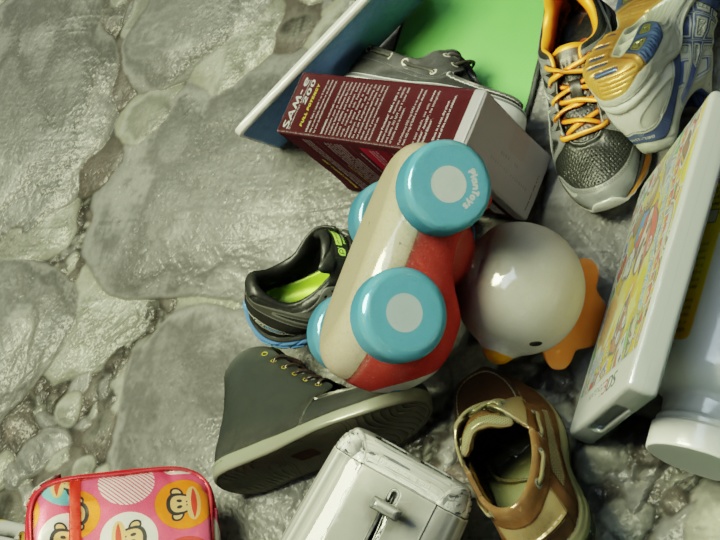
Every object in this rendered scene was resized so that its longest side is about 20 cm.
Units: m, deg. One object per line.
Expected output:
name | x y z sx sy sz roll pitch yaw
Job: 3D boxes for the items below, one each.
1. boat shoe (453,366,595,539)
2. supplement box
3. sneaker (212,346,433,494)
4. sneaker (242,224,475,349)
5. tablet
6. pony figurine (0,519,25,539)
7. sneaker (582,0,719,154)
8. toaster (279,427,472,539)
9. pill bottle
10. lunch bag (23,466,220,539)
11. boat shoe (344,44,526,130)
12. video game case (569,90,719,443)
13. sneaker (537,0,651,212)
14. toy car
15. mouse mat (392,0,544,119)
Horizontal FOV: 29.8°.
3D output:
boat shoe | 0.101 0.120 0.924 0.075 0.074 0.200 -38 27 7
supplement box | 0.041 -0.102 1.088 0.199 0.109 0.061 13 74 42
sneaker | -0.037 0.096 1.066 0.198 0.075 0.107 -22 55 25
sneaker | 0.000 0.000 1.073 0.198 0.083 0.071 -20 51 0
tablet | -0.023 -0.185 1.179 0.200 0.130 0.014 -45 81 9
pony figurine | -0.313 0.272 1.116 0.198 0.168 0.194 13 49 27
sneaker | 0.236 -0.170 1.030 0.075 0.088 0.201 -7 38 49
toaster | 0.008 0.186 0.927 0.113 0.200 0.130 28 85 8
pill bottle | 0.248 0.032 0.884 0.103 0.104 0.202 8 71 37
lunch bag | -0.191 0.254 1.031 0.174 0.082 0.202 -3 57 -9
boat shoe | 0.065 -0.156 1.135 0.199 0.070 0.067 16 77 47
video game case | 0.192 0.005 0.902 0.023 0.182 0.202 19 74 3
sneaker | 0.171 -0.137 1.048 0.078 0.077 0.202 -19 58 23
toy car | 0.085 0.022 0.963 0.184 0.198 0.179 151 140 -75
mouse mat | 0.097 -0.209 1.184 0.160 0.008 0.202 4 69 36
